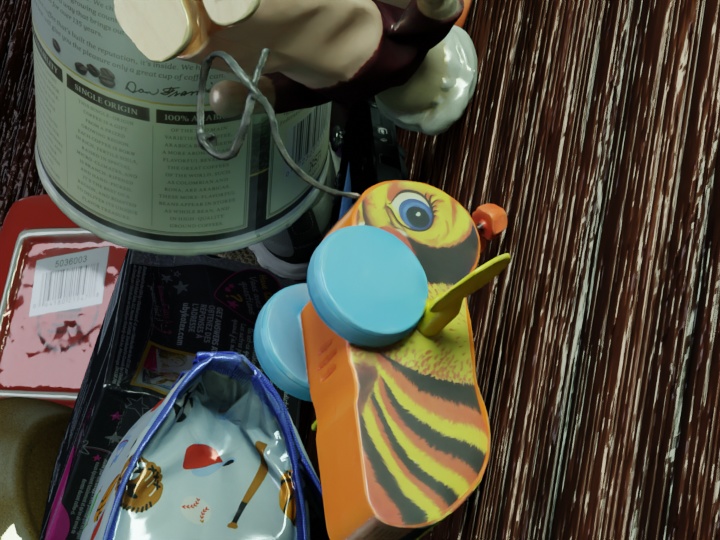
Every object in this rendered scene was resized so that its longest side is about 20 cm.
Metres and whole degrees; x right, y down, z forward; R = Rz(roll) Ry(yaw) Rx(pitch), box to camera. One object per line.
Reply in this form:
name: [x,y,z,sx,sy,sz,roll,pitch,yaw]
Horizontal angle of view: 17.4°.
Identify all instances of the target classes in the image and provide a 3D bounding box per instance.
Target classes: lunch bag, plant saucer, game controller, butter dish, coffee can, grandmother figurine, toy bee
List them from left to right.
plant saucer: [-0.171,0.161,1.468,0.035,0.200,0.201,-34,33,29]
butter dish: [-0.170,0.054,1.701,0.199,0.148,0.201,-1,70,35]
coffee can: [-0.080,-0.128,1.077,0.147,0.145,0.201,-86,1,-45]
lunch bag: [-0.080,0.148,1.121,0.170,0.123,0.201,135,140,-73]
grandmother figurine: [-0.009,-0.100,0.999,0.121,0.200,0.061,-15,75,29]
game controller: [0.000,0.000,1.112,0.200,0.042,0.105,-94,21,-62]
toy bee: [0.018,0.007,0.904,0.131,0.108,0.201,-11,84,59]

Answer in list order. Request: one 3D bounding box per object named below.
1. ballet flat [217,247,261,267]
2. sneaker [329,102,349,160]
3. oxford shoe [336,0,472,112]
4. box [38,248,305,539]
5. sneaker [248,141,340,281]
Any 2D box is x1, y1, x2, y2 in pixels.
ballet flat: [-0.108,0.045,1.531,0.068,0.075,0.201,-92,19,-55]
sneaker: [-0.042,-0.089,1.378,0.200,0.080,0.089,-175,104,-74]
oxford shoe: [0.002,-0.130,1.190,0.200,0.072,0.072,134,148,-71]
box: [-0.108,0.101,1.353,0.133,0.114,0.201,-85,15,-48]
sneaker: [-0.054,-0.097,1.247,0.079,0.074,0.201,77,171,-73]
